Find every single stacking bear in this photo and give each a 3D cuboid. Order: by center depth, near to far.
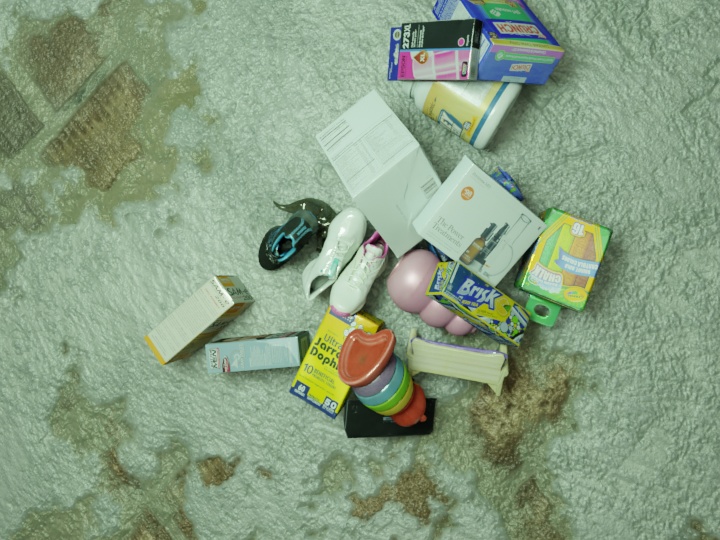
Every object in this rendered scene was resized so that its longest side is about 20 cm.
[{"bbox_3d":[0.054,0.214,1.067,0.119,0.201,0.116,-4,48,44],"label":"stacking bear"}]

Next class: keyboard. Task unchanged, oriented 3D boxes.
[{"bbox_3d":[0.061,0.266,1.146,0.194,0.021,0.132,3,97,-20],"label":"keyboard"}]

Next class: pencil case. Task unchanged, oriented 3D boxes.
[{"bbox_3d":[0.214,-0.106,1.091,0.199,0.087,0.079,-41,64,6],"label":"pencil case"}]

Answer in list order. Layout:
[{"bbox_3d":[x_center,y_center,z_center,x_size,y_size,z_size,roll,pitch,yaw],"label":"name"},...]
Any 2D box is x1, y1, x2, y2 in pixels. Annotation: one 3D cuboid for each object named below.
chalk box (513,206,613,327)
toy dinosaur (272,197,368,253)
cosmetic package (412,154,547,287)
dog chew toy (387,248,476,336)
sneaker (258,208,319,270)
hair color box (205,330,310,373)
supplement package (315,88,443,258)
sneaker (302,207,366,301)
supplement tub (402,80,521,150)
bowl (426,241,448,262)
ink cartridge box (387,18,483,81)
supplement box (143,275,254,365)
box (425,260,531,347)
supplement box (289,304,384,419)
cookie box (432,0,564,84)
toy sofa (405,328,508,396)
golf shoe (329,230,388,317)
[{"bbox_3d":[0.369,0.002,1.087,0.121,0.124,0.206,19,93,8],"label":"chalk box"},{"bbox_3d":[-0.087,-0.102,1.193,0.196,0.077,0.104,30,83,13],"label":"toy dinosaur"},{"bbox_3d":[0.212,-0.081,1.022,0.197,0.052,0.152,31,106,-25],"label":"cosmetic package"},{"bbox_3d":[0.149,0.051,1.126,0.198,0.125,0.126,37,95,-2],"label":"dog chew toy"},{"bbox_3d":[-0.163,-0.049,1.148,0.073,0.082,0.199,43,138,-7],"label":"sneaker"},{"bbox_3d":[-0.208,0.167,1.187,0.193,0.099,0.063,-7,90,8],"label":"hair color box"},{"bbox_3d":[0.047,-0.178,1.064,0.145,0.192,0.202,-35,49,6],"label":"supplement package"},{"bbox_3d":[-0.049,-0.024,1.114,0.074,0.089,0.202,27,114,-14],"label":"sneaker"},{"bbox_3d":[0.192,-0.344,1.103,0.197,0.145,0.147,34,95,7],"label":"supplement tub"},{"bbox_3d":[0.227,-0.080,1.151,0.193,0.039,0.208,0,90,8],"label":"bowl"},{"bbox_3d":[0.120,-0.386,1.017,0.196,0.036,0.098,16,107,40],"label":"ink cartridge box"},{"bbox_3d":[-0.329,0.100,1.192,0.199,0.126,0.074,-40,84,7],"label":"supplement box"},{"bbox_3d":[0.218,0.062,1.062,0.197,0.064,0.072,33,75,-22],"label":"box"},{"bbox_3d":[-0.045,0.171,1.157,0.107,0.109,0.205,26,93,7],"label":"supplement box"},{"bbox_3d":[0.247,-0.436,1.051,0.166,0.076,0.204,-5,56,-27],"label":"cookie box"},{"bbox_3d":[0.187,0.164,1.119,0.193,0.083,0.100,8,121,9],"label":"toy sofa"},{"bbox_3d":[0.000,0.000,1.111,0.074,0.093,0.202,26,50,7],"label":"golf shoe"}]
